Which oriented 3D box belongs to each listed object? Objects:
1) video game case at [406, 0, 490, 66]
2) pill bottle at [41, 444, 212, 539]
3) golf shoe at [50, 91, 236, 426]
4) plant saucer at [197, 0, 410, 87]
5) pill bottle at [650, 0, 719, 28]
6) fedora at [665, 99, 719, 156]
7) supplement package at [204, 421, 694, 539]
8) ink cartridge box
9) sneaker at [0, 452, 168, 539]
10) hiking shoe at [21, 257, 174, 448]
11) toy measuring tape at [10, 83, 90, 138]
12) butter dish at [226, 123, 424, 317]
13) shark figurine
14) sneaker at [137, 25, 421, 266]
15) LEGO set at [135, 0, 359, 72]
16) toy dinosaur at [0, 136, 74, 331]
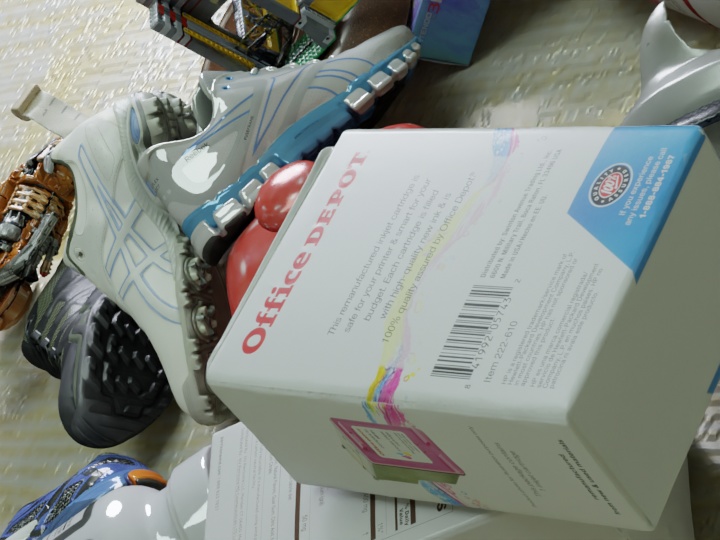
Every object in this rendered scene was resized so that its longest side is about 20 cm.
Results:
[{"bbox_3d":[0.068,-0.258,1.321,0.182,0.045,0.201,-91,15,-47],"label":"video game case"},{"bbox_3d":[-0.127,0.183,1.114,0.199,0.116,0.116,-36,37,13],"label":"pill bottle"},{"bbox_3d":[-0.123,0.000,1.268,0.097,0.078,0.201,-18,77,21],"label":"golf shoe"},{"bbox_3d":[-0.045,-0.139,1.378,0.200,0.034,0.201,-35,41,38],"label":"plant saucer"},{"bbox_3d":[0.192,-0.192,1.171,0.112,0.112,0.200,-49,36,-6],"label":"pill bottle"},{"bbox_3d":[0.184,-0.015,0.999,0.200,0.200,0.092,-26,73,24],"label":"fedora"},{"bbox_3d":[0.041,0.116,1.007,0.199,0.121,0.120,-24,40,24],"label":"supplement package"},{"bbox_3d":[0.052,0.019,0.919,0.199,0.085,0.145,4,55,41],"label":"ink cartridge box"},{"bbox_3d":[-0.186,0.178,1.227,0.200,0.075,0.078,-37,27,-3],"label":"sneaker"},{"bbox_3d":[-0.162,0.047,1.334,0.101,0.076,0.201,-38,27,28],"label":"hiking shoe"},{"bbox_3d":[-0.126,-0.051,1.343,0.199,0.074,0.074,28,73,18],"label":"toy measuring tape"},{"bbox_3d":[0.000,0.000,1.141,0.200,0.148,0.200,-36,37,12],"label":"butter dish"},{"bbox_3d":[0.181,-0.100,1.060,0.214,0.128,0.090,-31,62,25],"label":"shark figurine"},{"bbox_3d":[-0.046,-0.094,1.237,0.200,0.087,0.075,-41,-11,-33],"label":"sneaker"},{"bbox_3d":[-0.056,-0.211,1.299,0.200,0.115,0.155,-36,41,37],"label":"LEGO set"},{"bbox_3d":[-0.246,-0.001,1.391,0.200,0.102,0.136,-41,22,-17],"label":"toy dinosaur"}]
